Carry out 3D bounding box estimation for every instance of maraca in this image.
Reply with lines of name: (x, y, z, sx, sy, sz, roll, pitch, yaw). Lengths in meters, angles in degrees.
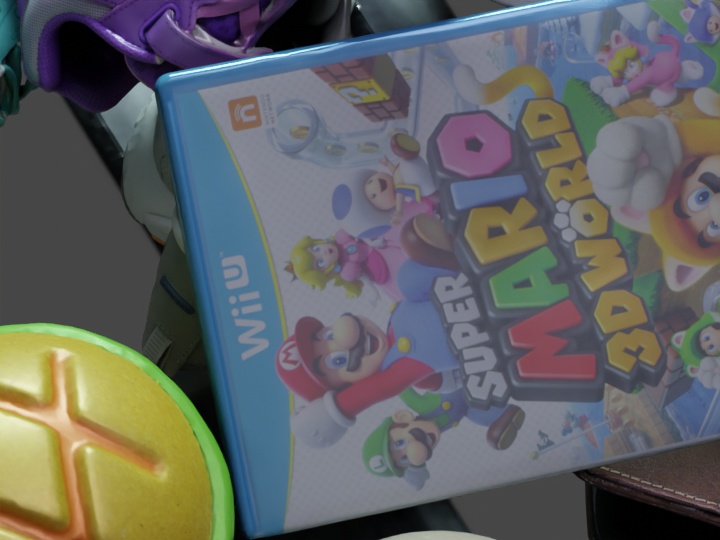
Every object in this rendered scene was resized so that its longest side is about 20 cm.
maraca: (-0.129, 0.099, 0.865, 0.200, 0.107, 0.137, -39, 68, -13)

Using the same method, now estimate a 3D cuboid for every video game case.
video game case: (0.047, -0.008, 0.906, 0.199, 0.018, 0.144, -11, 93, -7)

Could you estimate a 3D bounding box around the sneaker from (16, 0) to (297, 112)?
sneaker: (-0.042, -0.102, 0.938, 0.080, 0.199, 0.089, 25, 62, -42)

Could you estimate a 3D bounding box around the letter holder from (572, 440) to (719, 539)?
letter holder: (0.122, 0.027, 1.029, 0.141, 0.101, 0.201, 19, 54, -11)

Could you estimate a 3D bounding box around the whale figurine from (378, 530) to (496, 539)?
whale figurine: (0.000, 0.176, 0.894, 0.159, 0.104, 0.200, 37, 76, -1)

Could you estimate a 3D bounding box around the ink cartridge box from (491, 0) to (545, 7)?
ink cartridge box: (0.078, -0.150, 1.048, 0.145, 0.085, 0.200, 22, 18, 15)

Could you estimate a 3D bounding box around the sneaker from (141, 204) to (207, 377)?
sneaker: (0.000, 0.000, 1.010, 0.199, 0.082, 0.075, 3, 40, -45)

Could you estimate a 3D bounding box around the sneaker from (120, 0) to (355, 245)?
sneaker: (-0.027, -0.103, 1.043, 0.075, 0.092, 0.201, 18, 54, -15)

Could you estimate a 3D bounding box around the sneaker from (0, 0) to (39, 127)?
sneaker: (-0.142, -0.073, 0.985, 0.079, 0.077, 0.201, 14, 55, -28)
